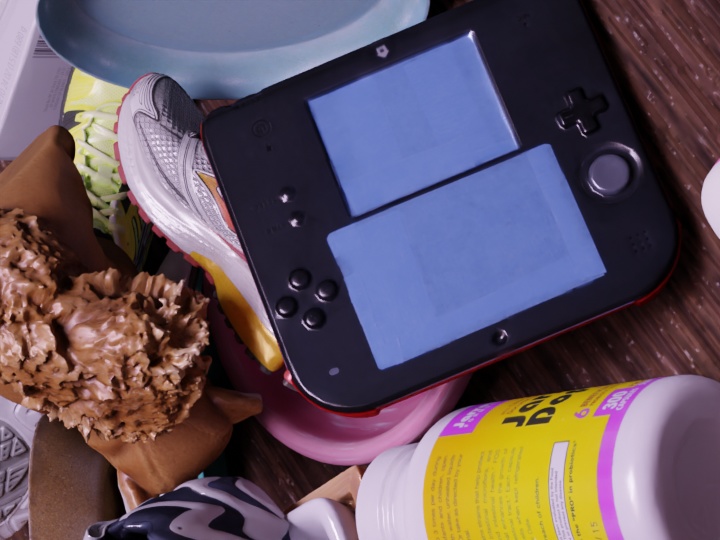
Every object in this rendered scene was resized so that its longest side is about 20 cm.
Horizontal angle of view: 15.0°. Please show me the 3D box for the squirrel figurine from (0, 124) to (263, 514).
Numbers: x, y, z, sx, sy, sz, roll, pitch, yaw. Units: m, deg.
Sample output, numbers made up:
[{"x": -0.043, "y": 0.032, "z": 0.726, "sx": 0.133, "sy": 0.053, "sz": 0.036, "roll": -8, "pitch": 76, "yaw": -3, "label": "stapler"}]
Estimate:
[{"x": -0.141, "y": 0.044, "z": 1.396, "sx": 0.187, "sy": 0.142, "sz": 0.200, "roll": 50, "pitch": 176, "yaw": -13, "label": "squirrel figurine"}]

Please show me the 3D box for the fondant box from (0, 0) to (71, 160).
[{"x": -0.235, "y": -0.176, "z": 1.650, "sx": 0.200, "sy": 0.058, "sz": 0.144, "roll": 41, "pitch": 120, "yaw": 37, "label": "fondant box"}]

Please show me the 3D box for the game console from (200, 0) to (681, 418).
[{"x": 0.039, "y": -0.036, "z": 1.327, "sx": 0.200, "sy": 0.031, "sz": 0.177, "roll": -22, "pitch": 75, "yaw": 2, "label": "game console"}]

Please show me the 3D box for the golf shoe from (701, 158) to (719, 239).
[{"x": 0.213, "y": 0.002, "z": 1.193, "sx": 0.200, "sy": 0.091, "sz": 0.075, "roll": 37, "pitch": 119, "yaw": 39, "label": "golf shoe"}]

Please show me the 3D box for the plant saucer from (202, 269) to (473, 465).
[{"x": 0.000, "y": 0.000, "z": 1.433, "sx": 0.200, "sy": 0.051, "sz": 0.201, "roll": 5, "pitch": 97, "yaw": 45, "label": "plant saucer"}]

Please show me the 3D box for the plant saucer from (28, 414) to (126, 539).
[{"x": -0.146, "y": 0.177, "z": 1.530, "sx": 0.035, "sy": 0.200, "sz": 0.201, "roll": -8, "pitch": 86, "yaw": 4, "label": "plant saucer"}]

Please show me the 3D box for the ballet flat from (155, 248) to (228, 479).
[{"x": -0.107, "y": 0.068, "z": 1.526, "sx": 0.069, "sy": 0.069, "sz": 0.200, "roll": 8, "pitch": 101, "yaw": 44, "label": "ballet flat"}]

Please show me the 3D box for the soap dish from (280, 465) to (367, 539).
[{"x": -0.023, "y": 0.213, "z": 1.449, "sx": 0.200, "sy": 0.081, "sz": 0.158, "roll": -37, "pitch": 68, "yaw": 40, "label": "soap dish"}]

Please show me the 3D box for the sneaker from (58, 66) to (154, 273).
[{"x": -0.138, "y": -0.041, "z": 1.525, "sx": 0.076, "sy": 0.075, "sz": 0.200, "roll": -144, "pitch": 62, "yaw": -82, "label": "sneaker"}]

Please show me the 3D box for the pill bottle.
[{"x": 0.092, "y": 0.111, "z": 1.311, "sx": 0.200, "sy": 0.104, "sz": 0.104, "roll": -11, "pitch": 85, "yaw": 44, "label": "pill bottle"}]

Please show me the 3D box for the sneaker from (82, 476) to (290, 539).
[{"x": -0.061, "y": 0.174, "z": 1.335, "sx": 0.199, "sy": 0.129, "sz": 0.080, "roll": 46, "pitch": 124, "yaw": 33, "label": "sneaker"}]

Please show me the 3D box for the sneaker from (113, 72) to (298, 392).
[{"x": -0.050, "y": -0.032, "z": 1.404, "sx": 0.200, "sy": 0.078, "sz": 0.082, "roll": 49, "pitch": 116, "yaw": 23, "label": "sneaker"}]

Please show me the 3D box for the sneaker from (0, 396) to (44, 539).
[{"x": -0.224, "y": 0.062, "z": 1.587, "sx": 0.099, "sy": 0.078, "sz": 0.200, "roll": -125, "pitch": 34, "yaw": -62, "label": "sneaker"}]

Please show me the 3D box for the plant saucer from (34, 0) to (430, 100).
[{"x": -0.065, "y": -0.141, "z": 1.391, "sx": 0.200, "sy": 0.200, "sz": 0.027, "roll": -27, "pitch": 58, "yaw": 43, "label": "plant saucer"}]
